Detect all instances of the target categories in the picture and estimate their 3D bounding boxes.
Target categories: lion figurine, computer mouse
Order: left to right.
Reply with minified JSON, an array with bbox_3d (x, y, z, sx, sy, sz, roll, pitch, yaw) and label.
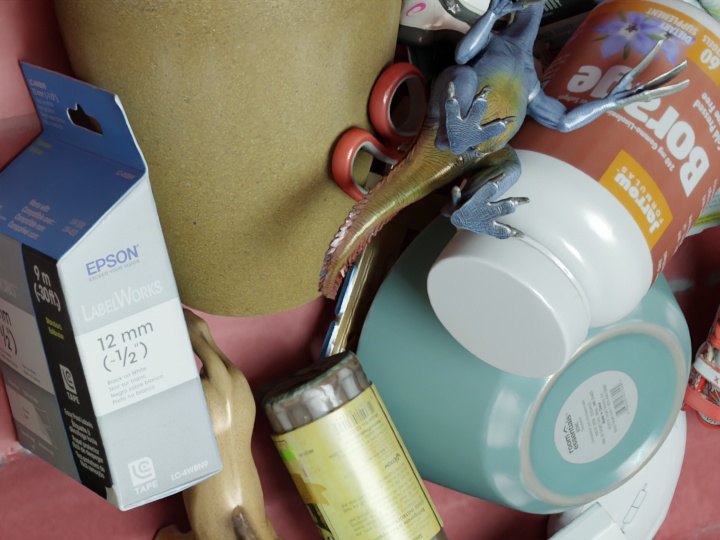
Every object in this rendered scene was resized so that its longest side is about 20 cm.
[{"bbox_3d":[-0.074,0.110,1.437,0.072,0.122,0.201,-27,111,-21],"label":"lion figurine"},{"bbox_3d":[0.148,0.148,1.611,0.109,0.044,0.201,16,93,-29],"label":"computer mouse"}]

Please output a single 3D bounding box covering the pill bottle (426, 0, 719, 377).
[{"bbox_3d":[0.120,-0.043,1.403,0.112,0.112,0.200,54,55,-26],"label":"pill bottle"}]

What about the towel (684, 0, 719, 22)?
[{"bbox_3d":[0.235,-0.188,1.543,0.200,0.048,0.172,44,50,-28],"label":"towel"}]

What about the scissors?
[{"bbox_3d":[0.044,-0.052,1.407,0.200,0.014,0.074,27,86,-59],"label":"scissors"}]

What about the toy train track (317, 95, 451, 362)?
[{"bbox_3d":[0.000,0.000,1.506,0.114,0.032,0.201,17,93,-31],"label":"toy train track"}]

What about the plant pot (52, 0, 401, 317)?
[{"bbox_3d":[-0.062,-0.085,1.384,0.185,0.186,0.201,-17,120,-24],"label":"plant pot"}]

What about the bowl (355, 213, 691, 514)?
[{"bbox_3d":[0.106,0.054,1.500,0.200,0.105,0.202,-19,127,-27],"label":"bowl"}]

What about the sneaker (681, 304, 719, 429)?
[{"bbox_3d":[0.231,0.038,1.559,0.067,0.201,0.108,28,80,13],"label":"sneaker"}]

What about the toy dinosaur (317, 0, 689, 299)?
[{"bbox_3d":[0.056,-0.100,1.339,0.199,0.182,0.105,-20,117,11],"label":"toy dinosaur"}]

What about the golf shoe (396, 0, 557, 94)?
[{"bbox_3d":[0.063,-0.100,1.467,0.092,0.072,0.200,-58,143,-23],"label":"golf shoe"}]

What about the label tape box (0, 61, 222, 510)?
[{"bbox_3d":[-0.146,0.005,1.363,0.066,0.143,0.201,-22,111,-23],"label":"label tape box"}]

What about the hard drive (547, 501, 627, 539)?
[{"bbox_3d":[0.085,0.230,1.553,0.200,0.026,0.132,-38,139,-1],"label":"hard drive"}]

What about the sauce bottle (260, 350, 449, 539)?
[{"bbox_3d":[0.014,0.145,1.464,0.064,0.065,0.201,-28,96,-20],"label":"sauce bottle"}]

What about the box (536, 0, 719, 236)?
[{"bbox_3d":[0.156,-0.105,1.533,0.200,0.082,0.049,47,50,-28],"label":"box"}]
